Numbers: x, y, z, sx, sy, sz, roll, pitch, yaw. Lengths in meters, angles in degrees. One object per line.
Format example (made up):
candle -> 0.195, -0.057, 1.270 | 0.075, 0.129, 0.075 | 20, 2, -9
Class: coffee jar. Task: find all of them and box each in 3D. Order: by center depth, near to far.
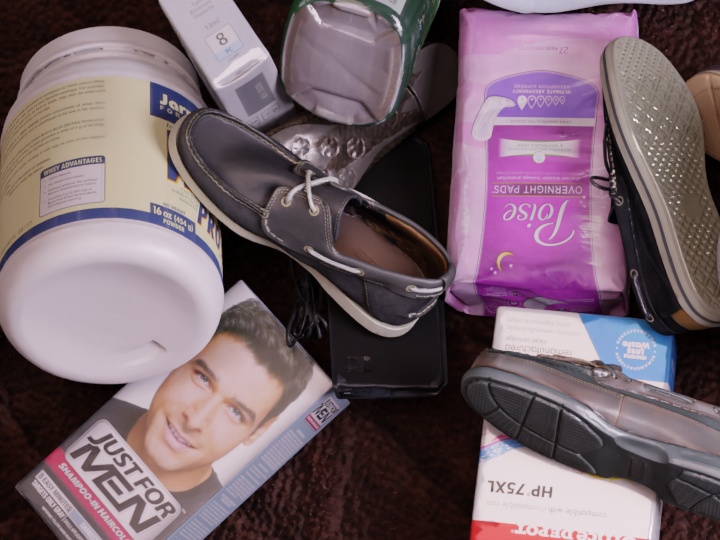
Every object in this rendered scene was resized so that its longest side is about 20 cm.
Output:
coffee jar -> 0.013, -0.192, 1.709 | 0.085, 0.105, 0.201 | 17, 44, 5

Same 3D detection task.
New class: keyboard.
keyboard -> 0.000, 0.000, 1.720 | 0.103, 0.040, 0.201 | 2, 56, -7

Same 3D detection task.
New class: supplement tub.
supplement tub -> -0.162, -0.044, 1.694 | 0.144, 0.145, 0.201 | -11, 50, 7

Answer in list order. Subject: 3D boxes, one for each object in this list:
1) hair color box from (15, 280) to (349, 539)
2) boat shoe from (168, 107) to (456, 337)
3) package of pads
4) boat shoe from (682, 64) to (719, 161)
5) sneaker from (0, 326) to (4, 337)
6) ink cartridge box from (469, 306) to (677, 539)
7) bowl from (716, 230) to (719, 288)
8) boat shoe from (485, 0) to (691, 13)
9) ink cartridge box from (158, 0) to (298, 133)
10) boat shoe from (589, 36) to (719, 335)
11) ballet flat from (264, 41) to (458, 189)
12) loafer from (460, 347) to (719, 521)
hair color box -> -0.115, 0.113, 1.710 | 0.200, 0.061, 0.099 | -42, 72, -4
boat shoe -> -0.029, -0.041, 1.644 | 0.200, 0.068, 0.072 | 37, 56, -8
package of pads -> 0.119, -0.072, 1.710 | 0.120, 0.076, 0.201 | 1, 75, 10
boat shoe -> 0.296, -0.074, 1.684 | 0.199, 0.065, 0.072 | 29, 125, 6
sneaker -> -0.311, -0.035, 1.782 | 0.089, 0.067, 0.201 | -19, 75, -1
ink cartridge box -> 0.133, 0.131, 1.655 | 0.115, 0.067, 0.201 | 4, 75, 10
bowl -> 0.279, -0.005, 1.587 | 0.090, 0.200, 0.203 | -10, 69, 43
boat shoe -> 0.129, -0.213, 1.719 | 0.201, 0.086, 0.075 | -3, 107, -24
ink cartridge box -> -0.113, -0.177, 1.738 | 0.047, 0.160, 0.200 | -34, 71, -2
boat shoe -> 0.182, -0.052, 1.639 | 0.062, 0.074, 0.201 | -35, 63, 47
ballet flat -> -0.015, -0.090, 1.728 | 0.200, 0.046, 0.068 | -38, 112, -24
loafer -> 0.161, 0.090, 1.601 | 0.199, 0.072, 0.063 | 24, 59, 6
